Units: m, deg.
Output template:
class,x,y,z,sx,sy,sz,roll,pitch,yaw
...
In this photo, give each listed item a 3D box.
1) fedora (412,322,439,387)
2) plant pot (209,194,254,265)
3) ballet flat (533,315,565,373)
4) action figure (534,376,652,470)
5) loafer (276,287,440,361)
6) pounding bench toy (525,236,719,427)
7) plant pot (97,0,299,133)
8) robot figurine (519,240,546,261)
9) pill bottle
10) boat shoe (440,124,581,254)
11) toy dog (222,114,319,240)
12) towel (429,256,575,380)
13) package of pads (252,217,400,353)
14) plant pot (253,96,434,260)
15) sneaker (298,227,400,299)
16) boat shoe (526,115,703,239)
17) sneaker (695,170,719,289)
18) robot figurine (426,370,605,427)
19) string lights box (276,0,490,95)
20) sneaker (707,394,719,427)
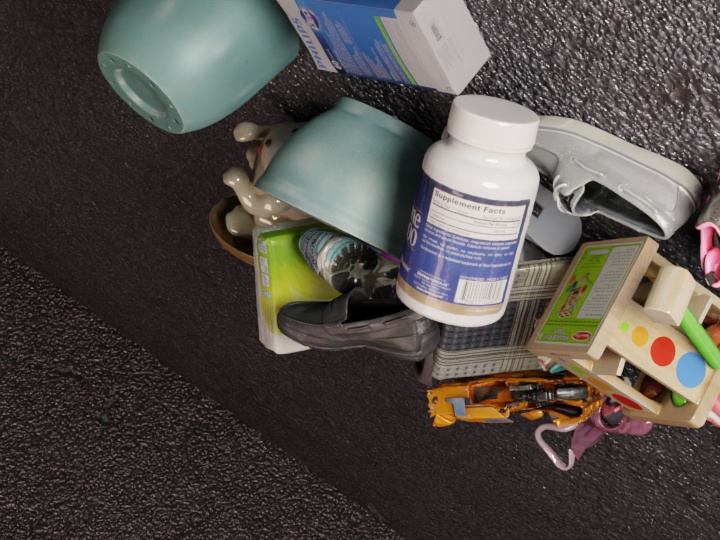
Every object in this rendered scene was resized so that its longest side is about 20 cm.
class,x,y,z,sx,sy,sz,roll,pitch,yaw
fedora,0.114,0.053,1.612,0.090,0.177,0.200,-2,133,-4
plant pot,-0.104,-0.047,1.704,0.200,0.200,0.028,29,122,27
ballet flat,0.263,0.058,1.332,0.076,0.200,0.064,-47,56,51
action figure,0.278,0.160,1.541,0.134,0.149,0.200,46,175,-3
loafer,-0.006,0.050,1.394,0.200,0.068,0.071,6,122,31
pounding bench toy,0.285,0.063,1.188,0.156,0.124,0.200,33,168,-15
plant pot,-0.196,-0.252,1.428,0.200,0.161,0.201,35,161,14
robot figurine,0.173,0.040,1.484,0.169,0.113,0.200,-6,145,15
pill bottle,0.105,-0.058,1.203,0.111,0.111,0.200,27,118,31
boat shoe,0.145,-0.090,1.309,0.199,0.074,0.068,33,176,-30
toy dog,-0.077,-0.111,1.578,0.194,0.140,0.200,25,161,0
towel,0.182,0.046,1.381,0.193,0.200,0.035,97,165,-49
package of pads,-0.031,0.011,1.556,0.068,0.200,0.155,-148,51,-60
plant pot,0.002,-0.106,1.391,0.200,0.134,0.200,26,180,0
sneaker,0.000,0.000,1.488,0.086,0.078,0.200,34,176,37
boat shoe,0.215,-0.085,1.185,0.201,0.072,0.070,26,157,35
sneaker,0.326,-0.014,1.109,0.079,0.095,0.200,24,158,34
robot figurine,0.186,0.144,1.455,0.200,0.058,0.145,-4,-178,26
string lights box,0.017,-0.236,1.225,0.200,0.059,0.103,20,153,44
sneaker,0.434,0.162,1.346,0.200,0.074,0.087,36,160,9
